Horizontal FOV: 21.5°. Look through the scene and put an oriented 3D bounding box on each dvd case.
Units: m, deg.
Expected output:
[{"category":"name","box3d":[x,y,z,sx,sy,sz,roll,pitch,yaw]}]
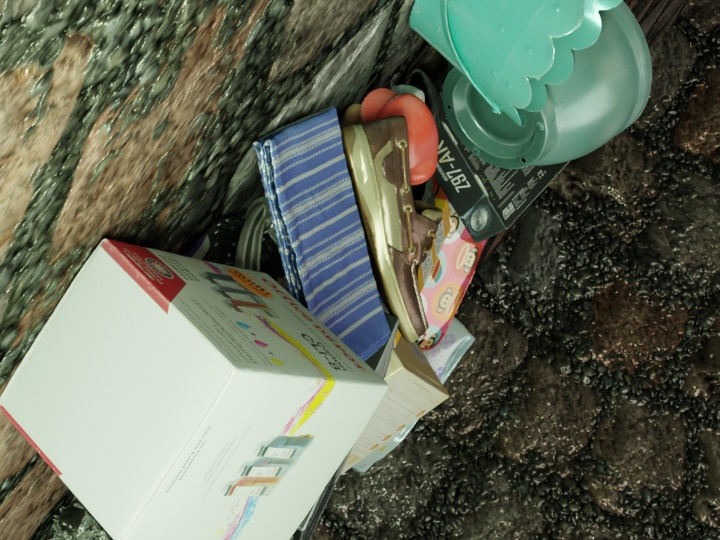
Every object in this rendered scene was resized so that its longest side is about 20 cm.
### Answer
[{"category":"dvd case","box3d":[-0.021,0.148,1.624,0.151,0.025,0.201,102,12,-68]}]

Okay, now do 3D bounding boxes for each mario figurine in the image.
[{"category":"mario figurine","box3d":[-0.005,-0.103,1.696,0.200,0.105,0.125,133,-37,-51]}]

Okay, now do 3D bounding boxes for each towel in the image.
[{"category":"towel","box3d":[-0.025,-0.021,1.503,0.024,0.202,0.145,-9,-169,25]}]

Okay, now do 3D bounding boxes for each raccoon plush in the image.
[{"category":"raccoon plush","box3d":[-0.268,0.292,1.714,0.134,0.097,0.200,-44,171,-9]}]

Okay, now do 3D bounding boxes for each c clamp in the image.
[{"category":"c clamp","box3d":[-0.052,0.012,1.503,0.200,0.027,0.173,46,42,-55]}]

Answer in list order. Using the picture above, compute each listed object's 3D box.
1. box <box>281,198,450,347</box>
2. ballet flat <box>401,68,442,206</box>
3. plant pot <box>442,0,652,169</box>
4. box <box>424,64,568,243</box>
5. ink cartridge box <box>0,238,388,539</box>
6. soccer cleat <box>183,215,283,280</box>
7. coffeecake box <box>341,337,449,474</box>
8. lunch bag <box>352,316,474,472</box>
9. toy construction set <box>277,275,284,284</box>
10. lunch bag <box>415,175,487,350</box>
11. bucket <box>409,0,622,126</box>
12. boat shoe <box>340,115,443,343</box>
[{"category":"box","box3d":[0.000,0.000,1.775,0.201,0.118,0.042,-63,154,-46]},{"category":"ballet flat","box3d":[0.039,-0.096,1.779,0.057,0.066,0.202,65,28,-59]},{"category":"plant pot","box3d":[0.161,-0.181,1.817,0.134,0.200,0.201,-43,168,-38]},{"category":"box","box3d":[0.131,-0.141,1.941,0.043,0.161,0.200,-26,-169,36]},{"category":"ink cartridge box","box3d":[-0.109,0.087,1.294,0.145,0.145,0.199,-56,151,12]},{"category":"soccer cleat","box3d":[-0.126,0.016,1.471,0.073,0.068,0.200,-35,-175,31]},{"category":"coffeecake box","box3d":[-0.030,0.140,1.875,0.199,0.073,0.153,-36,157,8]},{"category":"lunch bag","box3d":[-0.006,0.095,2.071,0.201,0.169,0.127,-55,-161,-6]},{"category":"toy construction set","box3d":[-0.090,0.099,1.913,0.130,0.092,0.201,-17,142,-35]},{"category":"lunch bag","box3d":[0.041,-0.032,1.941,0.175,0.082,0.202,24,88,-42]},{"category":"bucket","box3d":[0.146,-0.246,1.651,0.208,0.134,0.207,-53,173,-10]},{"category":"boat shoe","box3d":[0.038,-0.036,1.610,0.071,0.202,0.072,-17,-162,-6]}]
